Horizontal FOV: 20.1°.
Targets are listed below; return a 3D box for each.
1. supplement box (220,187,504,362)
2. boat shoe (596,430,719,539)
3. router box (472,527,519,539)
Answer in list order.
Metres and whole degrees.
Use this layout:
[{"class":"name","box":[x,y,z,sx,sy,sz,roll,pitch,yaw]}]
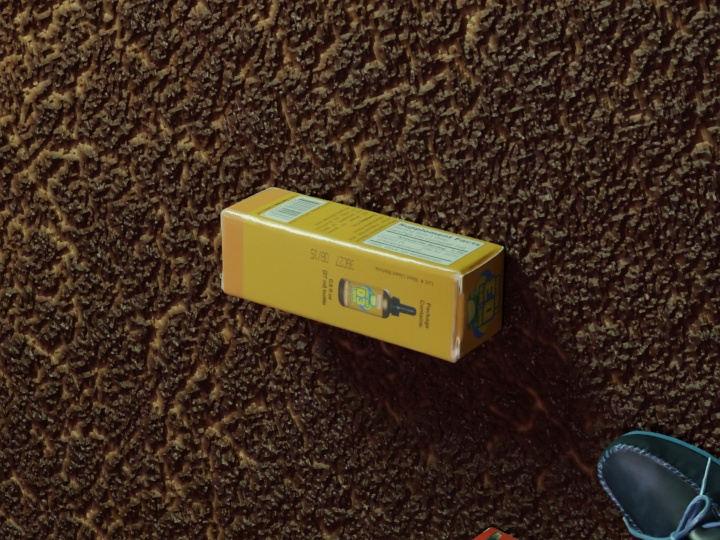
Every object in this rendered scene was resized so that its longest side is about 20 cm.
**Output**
[{"class":"supplement box","box":[0.000,0.000,1.396,0.200,0.069,0.067,17,117,32]},{"class":"boat shoe","box":[0.230,0.175,1.290,0.200,0.069,0.084,35,124,21]},{"class":"router box","box":[0.138,0.305,1.419,0.179,0.049,0.201,22,119,28]}]
